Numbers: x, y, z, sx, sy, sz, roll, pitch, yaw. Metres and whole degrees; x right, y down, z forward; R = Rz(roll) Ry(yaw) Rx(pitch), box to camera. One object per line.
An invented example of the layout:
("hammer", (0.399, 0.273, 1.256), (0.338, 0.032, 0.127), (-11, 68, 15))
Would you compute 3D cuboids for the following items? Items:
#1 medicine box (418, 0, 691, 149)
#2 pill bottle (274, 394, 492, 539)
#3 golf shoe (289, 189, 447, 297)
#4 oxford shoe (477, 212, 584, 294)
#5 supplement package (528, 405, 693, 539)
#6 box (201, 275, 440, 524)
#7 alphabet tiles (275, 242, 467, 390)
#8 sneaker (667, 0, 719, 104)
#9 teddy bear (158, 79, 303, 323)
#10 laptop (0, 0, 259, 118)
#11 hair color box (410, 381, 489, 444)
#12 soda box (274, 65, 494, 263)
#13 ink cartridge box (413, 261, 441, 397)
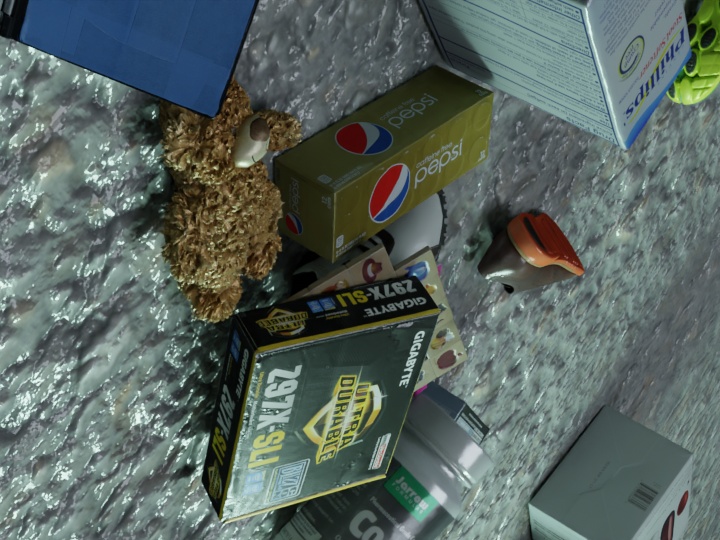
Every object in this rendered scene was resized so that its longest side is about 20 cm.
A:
("medicine box", (0.140, -0.212, 1.029), (0.103, 0.182, 0.200), (-54, 150, -10))
("pill bottle", (0.023, 0.220, 1.272), (0.200, 0.113, 0.113), (-47, 149, -5))
("golf shoe", (0.000, 0.000, 1.108), (0.201, 0.077, 0.094), (-59, 151, -5))
("oxford shoe", (0.175, -0.014, 1.399), (0.072, 0.071, 0.200), (-37, 159, 18))
("supplement package", (0.348, 0.339, 1.878), (0.191, 0.147, 0.201), (-46, 147, -24))
("box", (-0.035, 0.103, 1.071), (0.159, 0.049, 0.201), (-10, 137, -27))
("alphabet tiles", (-0.002, 0.061, 1.095), (0.166, 0.008, 0.201), (-31, 142, -6))
("sneaker", (0.401, -0.274, 1.493), (0.083, 0.074, 0.201), (4, 112, -54))
("teddy bear", (-0.088, -0.049, 0.936), (0.145, 0.066, 0.201), (-31, 140, -45))
("laptop", (-0.147, -0.174, 0.661), (0.199, 0.116, 0.188), (-16, 137, -51))
("hair color box", (0.045, 0.218, 1.386), (0.201, 0.060, 0.099), (-56, 151, -7))
("soda box", (0.021, -0.089, 1.075), (0.200, 0.064, 0.068), (-36, 142, -38))
("ink cartridge box", (0.026, 0.084, 1.268), (0.094, 0.037, 0.201), (-34, 143, -39))
